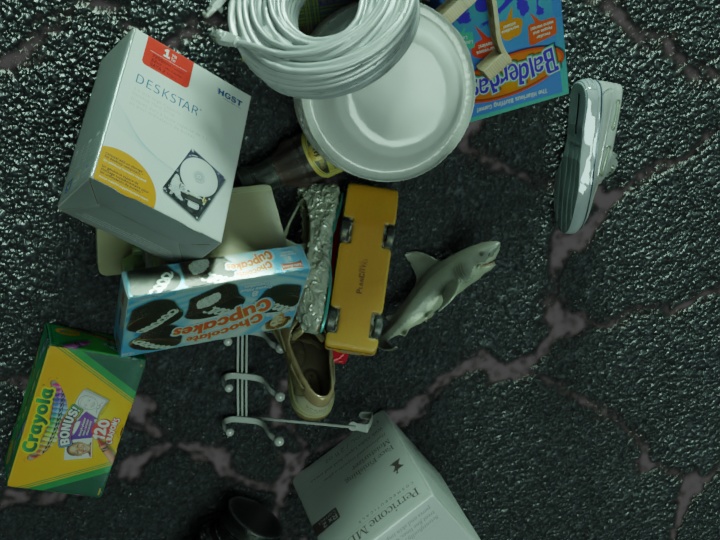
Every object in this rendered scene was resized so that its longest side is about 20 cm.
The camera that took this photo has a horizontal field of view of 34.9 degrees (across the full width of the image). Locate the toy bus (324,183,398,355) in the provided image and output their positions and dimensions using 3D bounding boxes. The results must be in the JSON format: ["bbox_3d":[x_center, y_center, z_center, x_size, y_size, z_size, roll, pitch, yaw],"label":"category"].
[{"bbox_3d":[0.000,0.000,1.356,0.065,0.078,0.201,9,78,-4],"label":"toy bus"}]

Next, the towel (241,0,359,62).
[{"bbox_3d":[-0.046,-0.313,1.278,0.199,0.023,0.144,-15,118,-13],"label":"towel"}]

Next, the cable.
[{"bbox_3d":[-0.036,-0.269,1.181,0.200,0.200,0.069,-52,157,-9],"label":"cable"}]

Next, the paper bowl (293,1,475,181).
[{"bbox_3d":[0.030,-0.198,1.260,0.199,0.104,0.202,-2,100,-13],"label":"paper bowl"}]

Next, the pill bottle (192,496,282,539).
[{"bbox_3d":[-0.190,0.407,1.529,0.111,0.112,0.201,26,104,-28],"label":"pill bottle"}]

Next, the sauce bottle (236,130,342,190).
[{"bbox_3d":[-0.046,-0.137,1.339,0.199,0.066,0.066,-27,121,-7],"label":"sauce bottle"}]

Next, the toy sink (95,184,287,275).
[{"bbox_3d":[-0.192,-0.006,1.296,0.199,0.113,0.131,-7,147,-17],"label":"toy sink"}]

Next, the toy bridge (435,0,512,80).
[{"bbox_3d":[0.114,-0.303,1.285,0.067,0.027,0.200,-42,120,4],"label":"toy bridge"}]

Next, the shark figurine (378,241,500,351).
[{"bbox_3d":[0.071,0.023,1.454,0.214,0.128,0.090,-37,86,-9],"label":"shark figurine"}]

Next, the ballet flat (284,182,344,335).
[{"bbox_3d":[-0.064,-0.016,1.343,0.071,0.201,0.072,5,150,3],"label":"ballet flat"}]

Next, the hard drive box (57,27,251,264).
[{"bbox_3d":[-0.212,-0.127,1.206,0.155,0.201,0.077,27,142,-29],"label":"hard drive box"}]

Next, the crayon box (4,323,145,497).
[{"bbox_3d":[-0.347,0.171,1.387,0.118,0.058,0.201,12,110,-25],"label":"crayon box"}]

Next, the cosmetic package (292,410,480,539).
[{"bbox_3d":[0.039,0.332,1.523,0.165,0.200,0.165,-38,122,1],"label":"cosmetic package"}]

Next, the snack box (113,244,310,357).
[{"bbox_3d":[-0.161,0.033,1.230,0.199,0.037,0.116,-10,148,-23],"label":"snack box"}]

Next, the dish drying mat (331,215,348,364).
[{"bbox_3d":[-0.028,0.027,1.453,0.076,0.018,0.201,8,113,-18],"label":"dish drying mat"}]

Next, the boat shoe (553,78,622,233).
[{"bbox_3d":[0.297,-0.142,1.455,0.066,0.074,0.201,-2,115,-16],"label":"boat shoe"}]

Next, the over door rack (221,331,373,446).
[{"bbox_3d":[-0.076,0.144,1.449,0.198,0.067,0.149,0,116,-7],"label":"over door rack"}]

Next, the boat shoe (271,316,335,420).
[{"bbox_3d":[-0.064,0.075,1.367,0.071,0.201,0.065,-7,152,-20],"label":"boat shoe"}]

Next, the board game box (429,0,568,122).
[{"bbox_3d":[0.163,-0.287,1.352,0.151,0.045,0.201,-18,120,-11],"label":"board game box"}]
